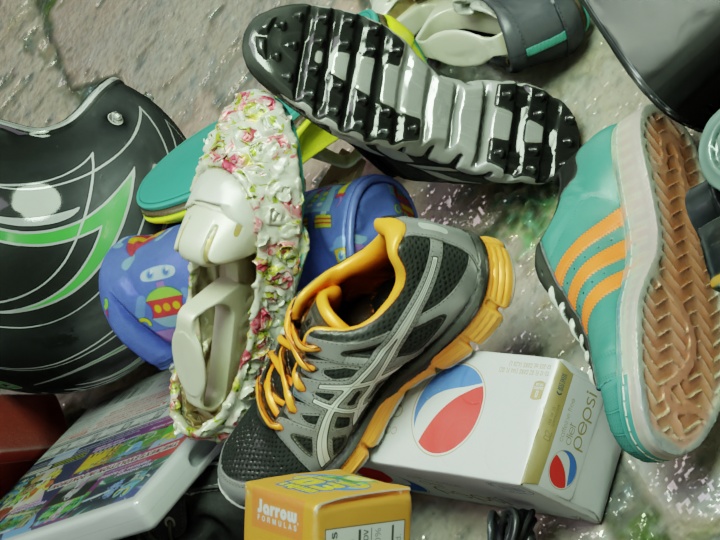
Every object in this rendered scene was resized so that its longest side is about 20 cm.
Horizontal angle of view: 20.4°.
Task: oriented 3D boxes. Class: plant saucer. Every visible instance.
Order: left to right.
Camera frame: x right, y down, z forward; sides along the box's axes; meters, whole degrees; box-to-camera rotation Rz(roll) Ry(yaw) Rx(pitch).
[{"bbox_3d":[-0.258,0.173,1.278,0.037,0.200,0.200,30,91,9],"label":"plant saucer"}]

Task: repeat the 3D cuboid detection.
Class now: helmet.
[{"bbox_3d":[-0.192,-0.021,1.283,0.200,0.190,0.200,177,90,-88],"label":"helmet"}]

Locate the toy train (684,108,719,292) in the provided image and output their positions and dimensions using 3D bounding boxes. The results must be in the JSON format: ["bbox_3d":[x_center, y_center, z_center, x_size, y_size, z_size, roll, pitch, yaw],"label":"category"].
[{"bbox_3d":[0.237,-0.040,0.895,0.200,0.085,0.114,-28,61,34],"label":"toy train"}]

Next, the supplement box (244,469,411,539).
[{"bbox_3d":[-0.019,0.202,0.987,0.066,0.069,0.200,6,94,51],"label":"supplement box"}]

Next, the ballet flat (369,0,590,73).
[{"bbox_3d":[0.048,-0.154,1.179,0.200,0.073,0.073,24,87,50],"label":"ballet flat"}]

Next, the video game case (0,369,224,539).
[{"bbox_3d":[-0.141,0.111,1.197,0.200,0.023,0.182,-22,19,42],"label":"video game case"}]

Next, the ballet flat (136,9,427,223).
[{"bbox_3d":[-0.041,-0.074,1.179,0.200,0.067,0.067,-35,35,21],"label":"ballet flat"}]

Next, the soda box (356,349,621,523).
[{"bbox_3d":[0.044,0.080,1.050,0.200,0.064,0.068,3,70,49],"label":"soda box"}]

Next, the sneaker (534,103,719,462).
[{"bbox_3d":[0.130,0.014,0.993,0.080,0.071,0.200,-31,41,38],"label":"sneaker"}]

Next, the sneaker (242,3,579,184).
[{"bbox_3d":[0.015,-0.086,1.090,0.090,0.200,0.067,-15,61,59],"label":"sneaker"}]

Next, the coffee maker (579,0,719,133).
[{"bbox_3d":[0.211,-0.155,0.947,0.200,0.135,0.192,-42,42,24],"label":"coffee maker"}]

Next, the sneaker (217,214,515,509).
[{"bbox_3d":[-0.013,0.043,1.025,0.200,0.077,0.078,-47,40,19],"label":"sneaker"}]

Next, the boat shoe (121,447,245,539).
[{"bbox_3d":[-0.105,0.148,1.155,0.200,0.070,0.066,-12,23,48],"label":"boat shoe"}]

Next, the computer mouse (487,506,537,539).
[{"bbox_3d":[0.011,0.172,1.045,0.200,0.044,0.110,-1,80,46],"label":"computer mouse"}]

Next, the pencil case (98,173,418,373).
[{"bbox_3d":[-0.059,0.005,1.148,0.200,0.078,0.087,-14,86,34],"label":"pencil case"}]

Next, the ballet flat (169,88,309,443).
[{"bbox_3d":[-0.069,0.005,1.065,0.076,0.064,0.200,19,115,39],"label":"ballet flat"}]

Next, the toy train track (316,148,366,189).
[{"bbox_3d":[0.000,0.000,1.180,0.200,0.033,0.115,31,89,46],"label":"toy train track"}]
